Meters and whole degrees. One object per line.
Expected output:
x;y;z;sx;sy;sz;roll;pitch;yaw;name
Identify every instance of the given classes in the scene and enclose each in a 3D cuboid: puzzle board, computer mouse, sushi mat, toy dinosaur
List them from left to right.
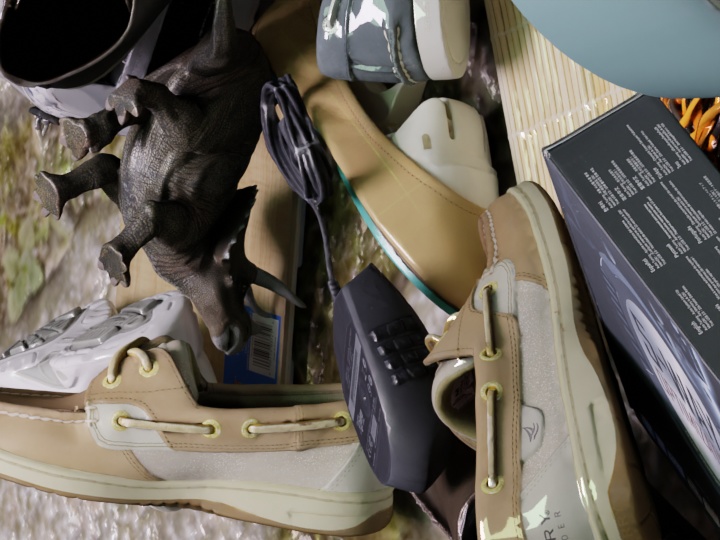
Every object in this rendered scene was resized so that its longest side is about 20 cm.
-0.075;-0.056;1.183;0.077;0.102;0.201;32;129;32;toy dinosaur
-0.070;-0.006;1.316;0.150;0.017;0.202;14;102;54;puzzle board
0.000;0.000;1.094;0.059;0.034;0.201;97;158;-55;computer mouse
0.086;-0.065;1.088;0.096;0.012;0.202;-26;69;54;sushi mat

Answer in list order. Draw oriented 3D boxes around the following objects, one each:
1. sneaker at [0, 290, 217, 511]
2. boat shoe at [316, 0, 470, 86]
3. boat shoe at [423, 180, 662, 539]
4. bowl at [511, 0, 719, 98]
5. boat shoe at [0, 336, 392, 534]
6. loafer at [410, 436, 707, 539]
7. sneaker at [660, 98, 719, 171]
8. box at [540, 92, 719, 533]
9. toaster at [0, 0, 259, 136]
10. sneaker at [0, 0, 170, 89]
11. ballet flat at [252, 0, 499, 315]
-0.116;0.069;1.309;0.100;0.078;0.200;62;160;-10;sneaker
0.004;-0.172;1.133;0.061;0.073;0.202;-8;78;16;boat shoe
0.057;0.036;1.006;0.200;0.066;0.074;-100;-10;-59;boat shoe
0.105;-0.135;0.888;0.105;0.200;0.202;-28;68;50;bowl
-0.081;0.062;1.183;0.074;0.198;0.067;-116;35;-79;boat shoe
0.065;0.087;1.052;0.200;0.071;0.073;36;103;54;loafer
0.142;-0.049;0.951;0.200;0.077;0.079;51;132;44;sneaker
0.139;0.059;0.905;0.200;0.043;0.161;56;174;38;box
-0.110;-0.142;1.259;0.129;0.113;0.201;43;115;61;toaster
-0.077;-0.154;1.125;0.201;0.075;0.106;-57;7;7;sneaker
0.015;-0.061;1.151;0.063;0.068;0.200;-52;49;19;ballet flat
